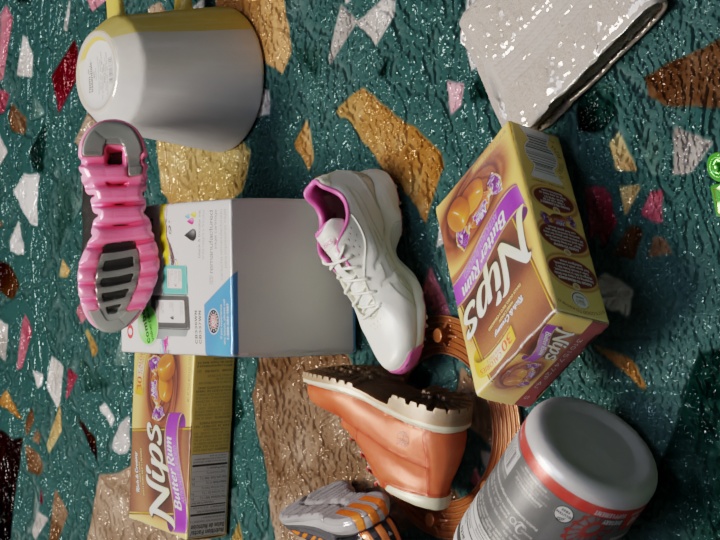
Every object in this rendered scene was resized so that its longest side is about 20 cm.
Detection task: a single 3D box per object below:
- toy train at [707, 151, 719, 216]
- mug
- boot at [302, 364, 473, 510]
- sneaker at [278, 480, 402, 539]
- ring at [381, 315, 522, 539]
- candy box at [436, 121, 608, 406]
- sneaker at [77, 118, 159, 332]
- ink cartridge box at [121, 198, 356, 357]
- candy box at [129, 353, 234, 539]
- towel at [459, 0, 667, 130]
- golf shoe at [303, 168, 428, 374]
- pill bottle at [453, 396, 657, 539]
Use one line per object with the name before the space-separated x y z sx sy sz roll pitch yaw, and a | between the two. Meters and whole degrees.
toy train | 0.328 -0.072 1.331 0.200 0.042 0.057 -10 93 51
mug | -0.210 -0.208 1.907 0.187 0.153 0.150 54 130 36
boot | 0.015 0.145 1.674 0.200 0.075 0.108 21 112 48
sneaker | -0.009 0.261 1.729 0.112 0.077 0.200 65 164 -8
ring | 0.070 0.140 1.673 0.200 0.019 0.202 1 91 51
candy box | 0.127 -0.006 1.514 0.117 0.056 0.201 -51 37 39
sneaker | -0.237 -0.041 1.796 0.095 0.079 0.201 173 99 -74
ink cartridge box | -0.120 0.008 1.805 0.200 0.146 0.148 -2 89 52
candy box | -0.189 0.172 1.968 0.116 0.056 0.201 10 97 51
towel | 0.160 -0.209 1.539 0.200 0.034 0.133 -46 58 41
golf shoe | 0.000 0.000 1.691 0.075 0.091 0.201 -38 57 42
pill bottle | 0.144 0.208 1.506 0.116 0.115 0.200 55 131 35
